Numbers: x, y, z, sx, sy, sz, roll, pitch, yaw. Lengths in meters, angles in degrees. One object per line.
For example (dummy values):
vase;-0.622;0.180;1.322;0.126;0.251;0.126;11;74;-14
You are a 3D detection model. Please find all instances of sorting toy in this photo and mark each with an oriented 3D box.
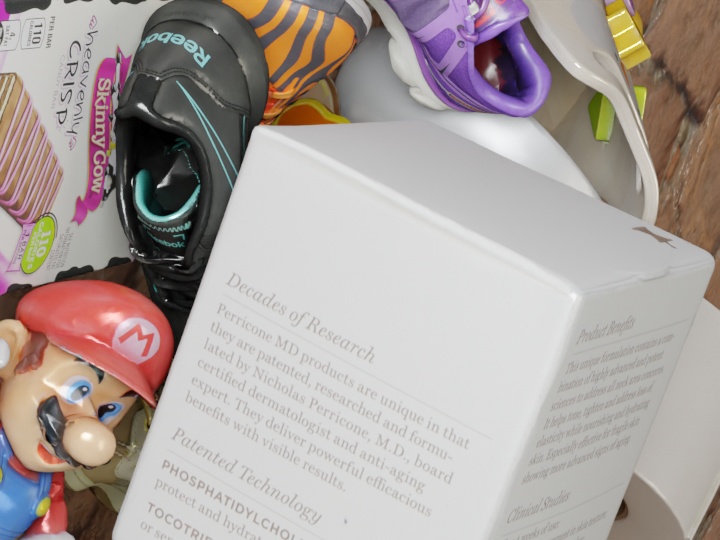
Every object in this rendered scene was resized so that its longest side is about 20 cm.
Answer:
sorting toy;0.114;-0.111;1.295;0.106;0.180;0.201;-25;127;4

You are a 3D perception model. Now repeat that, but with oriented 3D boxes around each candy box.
candy box;-0.156;-0.061;1.016;0.200;0.061;0.137;-19;128;-62

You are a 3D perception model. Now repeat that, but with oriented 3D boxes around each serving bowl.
serving bowl;0.053;-0.042;1.339;0.066;0.200;0.200;-47;152;-14

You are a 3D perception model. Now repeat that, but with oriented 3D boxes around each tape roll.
tape roll;0.172;0.095;1.705;0.140;0.202;0.203;-59;156;-22

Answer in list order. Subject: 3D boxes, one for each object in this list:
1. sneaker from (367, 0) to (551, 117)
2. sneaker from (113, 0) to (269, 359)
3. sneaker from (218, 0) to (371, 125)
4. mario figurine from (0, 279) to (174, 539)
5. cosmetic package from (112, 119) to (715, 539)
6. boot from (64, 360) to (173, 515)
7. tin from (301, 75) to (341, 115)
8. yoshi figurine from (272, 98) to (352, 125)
sneaker;0.040;-0.150;1.167;0.081;0.083;0.200;-55;135;-15
sneaker;-0.079;-0.019;1.051;0.079;0.075;0.201;-60;151;-50
sneaker;-0.055;-0.069;1.109;0.200;0.077;0.113;141;-34;-72
mario figurine;-0.154;0.091;1.030;0.200;0.106;0.123;-48;169;7
cosmetic package;0.026;0.057;1.045;0.167;0.166;0.201;-9;122;-62
boot;-0.077;0.057;1.178;0.154;0.072;0.200;-22;159;5
tin;-0.049;-0.031;1.312;0.112;0.042;0.201;-49;150;-31
yoshi figurine;-0.014;0.000;1.288;0.200;0.112;0.112;58;12;-47
